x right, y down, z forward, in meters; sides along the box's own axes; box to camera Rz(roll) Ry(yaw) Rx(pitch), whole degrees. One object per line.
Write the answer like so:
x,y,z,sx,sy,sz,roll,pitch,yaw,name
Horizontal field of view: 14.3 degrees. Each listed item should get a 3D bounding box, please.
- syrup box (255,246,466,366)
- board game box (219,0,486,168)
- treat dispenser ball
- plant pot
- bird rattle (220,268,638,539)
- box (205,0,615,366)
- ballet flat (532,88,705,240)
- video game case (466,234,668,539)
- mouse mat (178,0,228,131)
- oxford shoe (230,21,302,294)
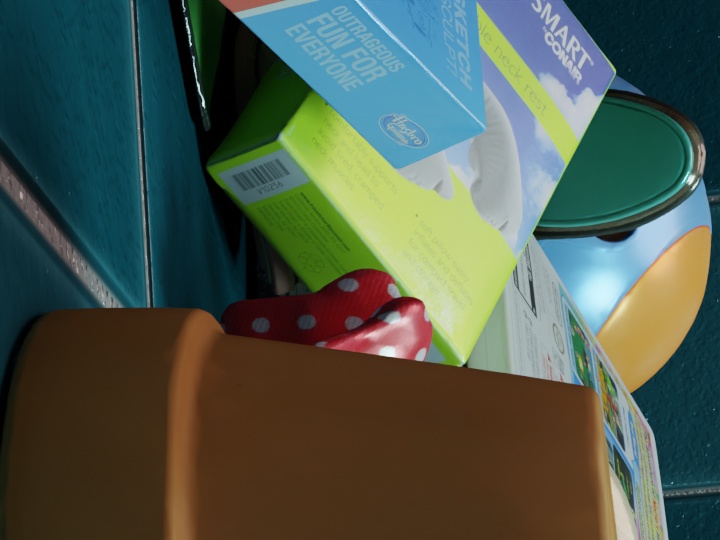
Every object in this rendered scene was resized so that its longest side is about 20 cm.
0.000,0.000,1.193,0.079,0.081,0.201,78,6,-55,syrup box
-0.015,-0.158,1.030,0.153,0.040,0.201,41,36,-45,board game box
0.089,-0.017,1.548,0.201,0.200,0.202,-6,90,-85,treat dispenser ball
-0.002,0.102,0.722,0.200,0.139,0.201,-7,90,-85,plant pot
0.024,0.099,0.986,0.113,0.163,0.201,-27,-114,50,bird rattle
0.028,-0.067,1.125,0.122,0.048,0.200,50,46,-23,box
0.065,-0.043,1.298,0.068,0.199,0.068,9,76,-68,ballet flat
0.090,0.086,1.219,0.182,0.024,0.200,56,21,-37,video game case
-0.064,-0.165,1.079,0.200,0.007,0.161,-90,173,-58,mouse mat
-0.013,-0.077,1.155,0.071,0.074,0.201,86,3,-53,oxford shoe
